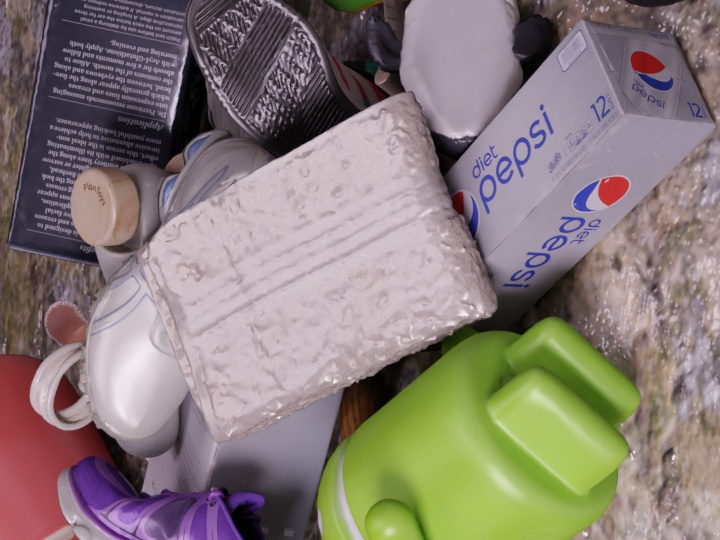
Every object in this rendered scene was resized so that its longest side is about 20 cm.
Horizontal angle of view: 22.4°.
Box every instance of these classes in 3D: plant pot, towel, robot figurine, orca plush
[{"bbox_3d":[-0.263,0.196,1.413,0.177,0.199,0.202,41,120,39],"label":"plant pot"},{"bbox_3d":[-0.027,0.003,1.010,0.199,0.034,0.133,-26,82,26],"label":"towel"},{"bbox_3d":[0.056,0.111,0.972,0.200,0.115,0.176,-42,15,36],"label":"robot figurine"},{"bbox_3d":[0.049,-0.137,1.073,0.071,0.104,0.201,88,162,-57],"label":"orca plush"}]

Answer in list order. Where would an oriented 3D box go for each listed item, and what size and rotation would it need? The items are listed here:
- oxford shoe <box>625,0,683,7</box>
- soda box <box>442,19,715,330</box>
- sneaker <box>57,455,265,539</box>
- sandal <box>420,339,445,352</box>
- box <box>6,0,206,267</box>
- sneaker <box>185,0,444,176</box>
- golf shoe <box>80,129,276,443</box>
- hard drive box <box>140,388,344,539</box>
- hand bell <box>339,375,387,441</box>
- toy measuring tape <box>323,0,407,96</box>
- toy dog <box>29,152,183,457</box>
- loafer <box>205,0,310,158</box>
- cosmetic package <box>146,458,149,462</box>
[{"bbox_3d":[0.181,-0.218,0.879,0.200,0.072,0.085,-40,52,47],"label":"oxford shoe"},{"bbox_3d":[0.098,-0.046,0.984,0.200,0.068,0.064,-49,50,43],"label":"soda box"},{"bbox_3d":[-0.099,0.159,1.092,0.199,0.081,0.084,27,82,35],"label":"sneaker"},{"bbox_3d":[0.000,0.000,1.109,0.200,0.081,0.055,-129,36,-62],"label":"sandal"},{"bbox_3d":[-0.174,-0.114,1.317,0.148,0.106,0.202,-79,1,-78],"label":"box"},{"bbox_3d":[-0.031,-0.109,1.109,0.084,0.200,0.121,-44,20,4],"label":"sneaker"},{"bbox_3d":[-0.103,0.013,1.091,0.097,0.078,0.201,19,88,61],"label":"golf shoe"},{"bbox_3d":[-0.078,0.100,1.195,0.156,0.076,0.201,-128,50,-65],"label":"hard drive box"},{"bbox_3d":[0.008,0.143,1.105,0.104,0.104,0.201,-45,37,44],"label":"hand bell"},{"bbox_3d":[-0.003,-0.170,1.131,0.074,0.073,0.201,-49,33,42],"label":"toy measuring tape"},{"bbox_3d":[-0.155,0.011,1.182,0.096,0.131,0.201,19,89,48],"label":"toy dog"},{"bbox_3d":[-0.073,-0.147,1.160,0.070,0.070,0.201,39,144,31],"label":"loafer"},{"bbox_3d":[-0.115,0.043,1.312,0.082,0.050,0.201,39,118,49],"label":"cosmetic package"}]
